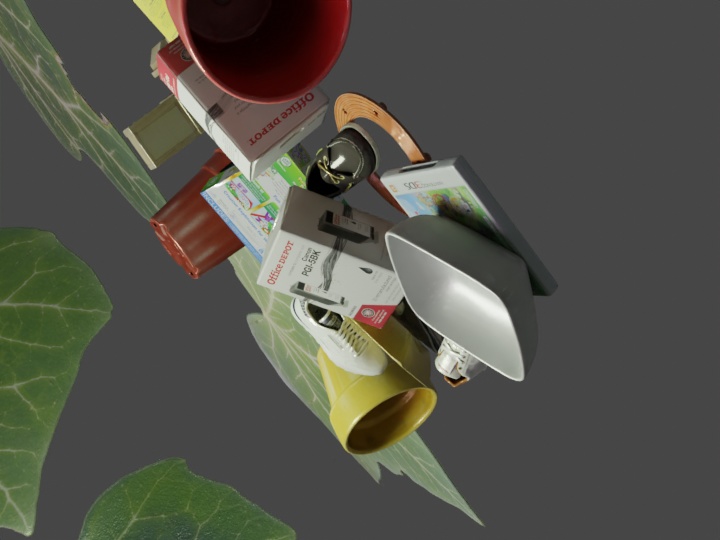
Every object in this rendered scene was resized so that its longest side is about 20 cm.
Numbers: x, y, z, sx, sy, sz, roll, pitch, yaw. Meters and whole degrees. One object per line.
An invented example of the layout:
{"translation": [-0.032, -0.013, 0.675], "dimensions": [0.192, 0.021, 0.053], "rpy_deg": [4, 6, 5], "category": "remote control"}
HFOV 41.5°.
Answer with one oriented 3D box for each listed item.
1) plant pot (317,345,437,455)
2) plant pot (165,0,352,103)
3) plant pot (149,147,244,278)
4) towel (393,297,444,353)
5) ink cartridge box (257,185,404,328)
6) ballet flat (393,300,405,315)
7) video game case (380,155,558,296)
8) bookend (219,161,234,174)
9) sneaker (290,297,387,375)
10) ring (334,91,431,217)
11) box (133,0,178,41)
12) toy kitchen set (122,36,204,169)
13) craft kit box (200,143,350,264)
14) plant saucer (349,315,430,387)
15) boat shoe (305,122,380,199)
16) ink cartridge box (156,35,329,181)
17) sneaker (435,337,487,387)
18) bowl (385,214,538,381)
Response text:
{"translation": [0.016, 0.205, 1.761], "dimensions": [0.190, 0.198, 0.202], "rpy_deg": [58, 170, 31], "category": "plant pot"}
{"translation": [-0.131, -0.304, 1.062], "dimensions": [0.177, 0.199, 0.202], "rpy_deg": [39, 162, 55], "category": "plant pot"}
{"translation": [-0.294, -0.101, 1.865], "dimensions": [0.201, 0.195, 0.201], "rpy_deg": [44, 163, 17], "category": "plant pot"}
{"translation": [0.048, 0.033, 1.558], "dimensions": [0.190, 0.032, 0.202], "rpy_deg": [27, 151, 53], "category": "towel"}
{"translation": [-0.032, -0.016, 1.331], "dimensions": [0.197, 0.084, 0.147], "rpy_deg": [20, 144, -8], "category": "ink cartridge box"}
{"translation": [0.000, 0.000, 1.455], "dimensions": [0.201, 0.057, 0.066], "rpy_deg": [50, 158, -24], "category": "ballet flat"}
{"translation": [0.128, -0.049, 1.153], "dimensions": [0.201, 0.022, 0.181], "rpy_deg": [50, 161, -18], "category": "video game case"}
{"translation": [-0.122, -0.086, 1.633], "dimensions": [0.199, 0.092, 0.200], "rpy_deg": [35, 157, 37], "category": "bookend"}
{"translation": [-0.031, 0.107, 1.588], "dimensions": [0.199, 0.077, 0.080], "rpy_deg": [38, 161, -11], "category": "sneaker"}
{"translation": [0.038, -0.147, 1.224], "dimensions": [0.200, 0.019, 0.201], "rpy_deg": [44, 161, 18], "category": "ring"}
{"translation": [-0.247, -0.356, 1.399], "dimensions": [0.200, 0.075, 0.050], "rpy_deg": [47, 124, 6], "category": "box"}
{"translation": [-0.360, -0.289, 1.661], "dimensions": [0.164, 0.180, 0.199], "rpy_deg": [55, 158, -15], "category": "toy kitchen set"}
{"translation": [-0.122, -0.095, 1.501], "dimensions": [0.196, 0.049, 0.201], "rpy_deg": [-19, 120, 39], "category": "craft kit box"}
{"translation": [0.032, 0.088, 1.510], "dimensions": [0.199, 0.049, 0.200], "rpy_deg": [42, 178, 23], "category": "plant saucer"}
{"translation": [-0.027, -0.138, 1.273], "dimensions": [0.072, 0.060, 0.201], "rpy_deg": [50, 163, -1], "category": "boat shoe"}
{"translation": [-0.160, -0.247, 1.297], "dimensions": [0.201, 0.146, 0.083], "rpy_deg": [49, 164, 5], "category": "ink cartridge box"}
{"translation": [0.150, 0.111, 1.370], "dimensions": [0.073, 0.084, 0.201], "rpy_deg": [42, 160, 29], "category": "sneaker"}
{"translation": [0.133, 0.022, 1.142], "dimensions": [0.199, 0.075, 0.201], "rpy_deg": [31, 157, 34], "category": "bowl"}
